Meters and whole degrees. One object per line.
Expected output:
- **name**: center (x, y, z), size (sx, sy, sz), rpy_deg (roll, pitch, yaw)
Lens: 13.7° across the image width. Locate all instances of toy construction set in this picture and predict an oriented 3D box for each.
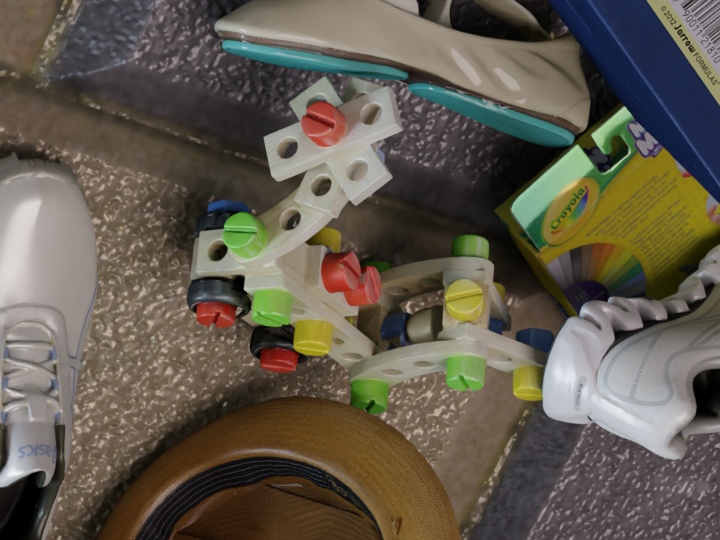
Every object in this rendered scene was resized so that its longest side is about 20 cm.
- **toy construction set**: center (0.000, 0.000, 1.359), size (0.131, 0.092, 0.200), rpy_deg (-5, 142, 25)

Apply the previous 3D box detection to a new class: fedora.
- **fedora**: center (-0.034, 0.156, 1.390), size (0.201, 0.201, 0.082), rpy_deg (-42, 141, -2)

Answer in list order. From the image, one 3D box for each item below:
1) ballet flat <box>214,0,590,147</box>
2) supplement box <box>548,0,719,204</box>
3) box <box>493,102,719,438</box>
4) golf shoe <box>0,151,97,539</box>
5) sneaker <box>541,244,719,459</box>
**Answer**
- **ballet flat**: center (0.023, -0.108, 1.362), size (0.200, 0.069, 0.070), rpy_deg (15, 108, -35)
- **supplement box**: center (0.173, -0.162, 1.258), size (0.200, 0.134, 0.200), rpy_deg (-39, 126, 1)
- **box**: center (0.146, -0.012, 1.467), size (0.117, 0.048, 0.200), rpy_deg (-40, 135, -4)
- **golf shoe**: center (-0.147, 0.051, 1.328), size (0.078, 0.097, 0.200), rpy_deg (-1, 114, -25)
- **sneaker**: center (0.176, 0.036, 1.418), size (0.200, 0.081, 0.075), rpy_deg (-26, 132, -39)
